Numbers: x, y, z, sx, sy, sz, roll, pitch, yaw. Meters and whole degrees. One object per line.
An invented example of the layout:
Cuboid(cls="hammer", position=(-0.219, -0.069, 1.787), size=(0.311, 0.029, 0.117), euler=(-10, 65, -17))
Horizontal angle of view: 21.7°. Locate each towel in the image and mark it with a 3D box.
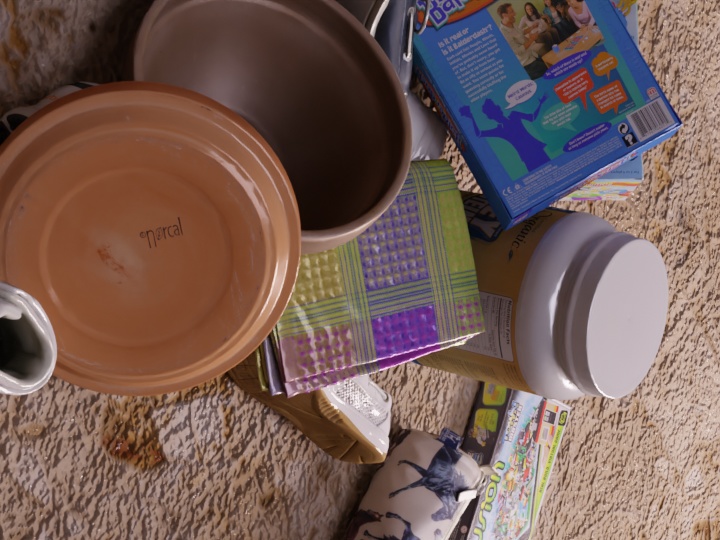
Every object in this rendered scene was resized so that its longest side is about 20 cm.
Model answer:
Cuboid(cls="towel", position=(0.000, 0.000, 1.330), size=(0.199, 0.023, 0.145), euler=(-14, 95, -37))

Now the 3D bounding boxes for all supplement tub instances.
Cuboid(cls="supplement tub", position=(0.125, 0.019, 1.466), size=(0.144, 0.199, 0.146), euler=(-19, 115, -49))

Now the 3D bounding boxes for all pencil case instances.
Cuboid(cls="pencil case", position=(0.030, 0.223, 1.493), size=(0.201, 0.089, 0.078), euler=(-62, 141, -19))

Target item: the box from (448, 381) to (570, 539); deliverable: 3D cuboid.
Cuboid(cls="box", position=(0.119, 0.200, 1.649), size=(0.110, 0.034, 0.202), euler=(27, 78, -53))

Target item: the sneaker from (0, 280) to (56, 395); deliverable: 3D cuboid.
Cuboid(cls="sneaker", position=(-0.246, 0.000, 1.039), size=(0.200, 0.115, 0.074), euler=(48, 64, -46))

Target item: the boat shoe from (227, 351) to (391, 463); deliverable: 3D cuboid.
Cuboid(cls="boat shoe", position=(-0.038, 0.070, 1.382), size=(0.200, 0.070, 0.070), euler=(49, 49, -46))

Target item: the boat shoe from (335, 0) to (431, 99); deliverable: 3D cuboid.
Cuboid(cls="boat shoe", position=(0.012, -0.174, 1.302), size=(0.061, 0.074, 0.202), euler=(-11, 111, -44))

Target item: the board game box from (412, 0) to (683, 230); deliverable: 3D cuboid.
Cuboid(cls="board game box", position=(0.124, -0.155, 1.400), size=(0.151, 0.045, 0.201), euler=(-28, 84, -7))

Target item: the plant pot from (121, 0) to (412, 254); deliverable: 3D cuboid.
Cuboid(cls="plant pot", position=(-0.073, -0.091, 1.229), size=(0.199, 0.093, 0.203), euler=(15, 57, -24))

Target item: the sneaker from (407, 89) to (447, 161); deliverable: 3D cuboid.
Cuboid(cls="sneaker", position=(-0.016, -0.061, 1.381), size=(0.100, 0.074, 0.201), euler=(45, 61, -30))

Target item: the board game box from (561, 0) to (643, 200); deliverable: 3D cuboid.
Cuboid(cls="board game box", position=(0.163, -0.162, 1.479), size=(0.103, 0.104, 0.203), euler=(90, 0, -83))

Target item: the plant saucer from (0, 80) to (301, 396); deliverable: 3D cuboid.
Cuboid(cls="plant saucer", position=(-0.133, -0.013, 1.122), size=(0.032, 0.198, 0.202), euler=(-105, -175, -64))

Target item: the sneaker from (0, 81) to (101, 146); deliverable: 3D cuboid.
Cuboid(cls="sneaker", position=(-0.158, -0.027, 1.183), size=(0.080, 0.073, 0.202), euler=(-43, 132, -40))
